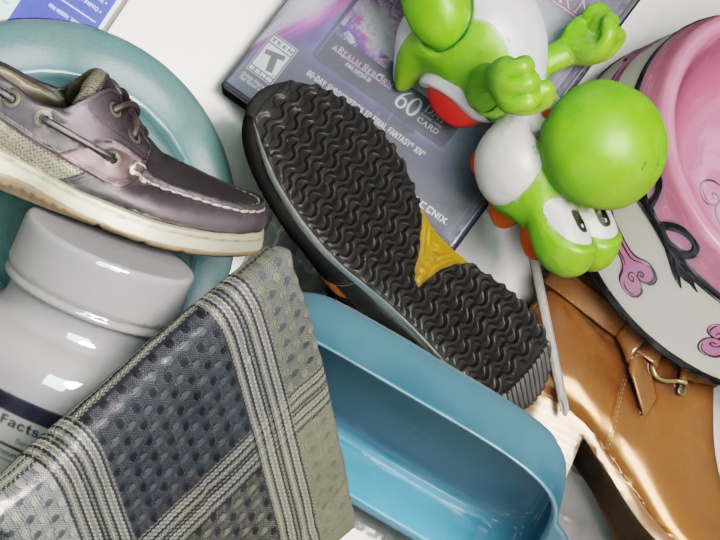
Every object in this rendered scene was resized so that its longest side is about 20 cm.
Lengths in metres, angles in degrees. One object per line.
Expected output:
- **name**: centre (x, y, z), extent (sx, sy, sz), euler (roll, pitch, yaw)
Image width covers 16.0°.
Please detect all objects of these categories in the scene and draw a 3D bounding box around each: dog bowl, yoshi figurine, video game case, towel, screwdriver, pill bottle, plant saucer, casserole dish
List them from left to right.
- **pill bottle**: centre (-0.151, 0.077, 1.172), extent (0.111, 0.111, 0.200), euler (21, 101, -14)
- **plant saucer**: centre (-0.154, -0.019, 1.225), extent (0.200, 0.027, 0.201), euler (-3, 101, -15)
- **towel**: centre (-0.085, 0.109, 1.162), extent (0.193, 0.035, 0.200), euler (-43, 142, -29)
- **casserole dish**: centre (0.018, 0.076, 1.235), extent (0.200, 0.121, 0.039), euler (30, 57, 7)
- **video game case**: centre (0.046, -0.127, 1.294), extent (0.143, 0.019, 0.200), euler (36, 79, 6)
- **screwdriver**: centre (0.084, -0.025, 1.285), extent (0.028, 0.029, 0.200), euler (-9, 68, -4)
- **yoshi figurine**: centre (0.084, -0.099, 1.224), extent (0.112, 0.112, 0.200), euler (-25, 80, -10)
- **dog bowl**: centre (0.206, -0.043, 1.291), extent (0.200, 0.074, 0.200), euler (11, 62, -21)

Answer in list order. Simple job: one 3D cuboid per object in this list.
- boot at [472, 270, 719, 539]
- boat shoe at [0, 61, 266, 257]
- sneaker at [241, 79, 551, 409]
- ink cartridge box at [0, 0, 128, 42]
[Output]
- **boot**: centre (0.164, 0.073, 1.311), extent (0.200, 0.074, 0.155), euler (28, 76, -15)
- **boat shoe**: centre (-0.130, -0.062, 1.173), extent (0.200, 0.072, 0.065), euler (20, 100, -12)
- **sneaker**: centre (0.000, 0.000, 1.250), extent (0.200, 0.090, 0.070), euler (48, 55, -10)
- **ink cartridge box**: centre (-0.155, -0.156, 1.236), extent (0.099, 0.039, 0.200), euler (34, 90, -14)
